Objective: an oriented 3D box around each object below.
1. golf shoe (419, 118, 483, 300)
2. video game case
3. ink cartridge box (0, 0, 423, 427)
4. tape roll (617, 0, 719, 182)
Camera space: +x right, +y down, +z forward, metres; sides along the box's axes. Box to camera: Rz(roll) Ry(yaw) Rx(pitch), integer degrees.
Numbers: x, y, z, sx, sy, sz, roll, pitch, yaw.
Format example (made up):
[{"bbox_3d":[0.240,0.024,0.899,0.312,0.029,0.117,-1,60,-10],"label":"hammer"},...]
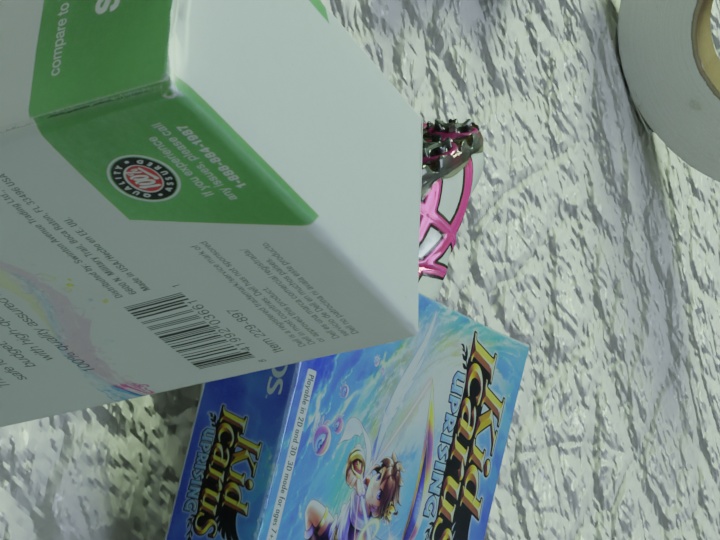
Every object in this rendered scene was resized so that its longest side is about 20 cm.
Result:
[{"bbox_3d":[0.000,0.000,1.103,0.200,0.072,0.092,-46,129,-48],"label":"golf shoe"},{"bbox_3d":[-0.008,0.103,0.999,0.181,0.045,0.201,26,76,-59],"label":"video game case"},{"bbox_3d":[-0.100,-0.027,0.762,0.145,0.199,0.088,44,39,-48],"label":"ink cartridge box"},{"bbox_3d":[0.255,-0.144,1.519,0.037,0.202,0.204,-39,114,-60],"label":"tape roll"}]
